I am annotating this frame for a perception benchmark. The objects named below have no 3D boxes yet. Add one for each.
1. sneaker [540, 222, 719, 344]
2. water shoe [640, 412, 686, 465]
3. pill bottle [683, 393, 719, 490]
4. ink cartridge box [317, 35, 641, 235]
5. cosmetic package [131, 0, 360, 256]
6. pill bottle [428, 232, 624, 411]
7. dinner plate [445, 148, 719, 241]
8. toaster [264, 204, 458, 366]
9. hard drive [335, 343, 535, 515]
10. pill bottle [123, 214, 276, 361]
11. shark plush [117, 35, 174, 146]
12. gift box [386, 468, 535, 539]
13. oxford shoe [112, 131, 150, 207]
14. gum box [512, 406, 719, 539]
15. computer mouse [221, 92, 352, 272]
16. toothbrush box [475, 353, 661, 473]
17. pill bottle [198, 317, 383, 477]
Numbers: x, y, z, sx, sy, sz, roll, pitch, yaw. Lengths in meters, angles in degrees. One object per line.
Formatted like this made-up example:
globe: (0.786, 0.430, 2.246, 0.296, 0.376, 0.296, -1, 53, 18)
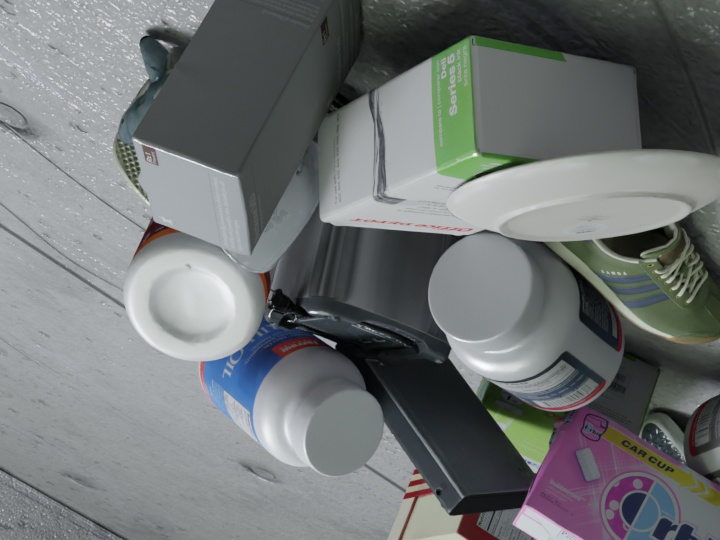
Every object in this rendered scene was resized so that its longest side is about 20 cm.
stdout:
sneaker: (0.229, -0.008, 1.074, 0.199, 0.067, 0.090, 34, 160, -13)
water shoe: (0.371, 0.217, 1.406, 0.200, 0.079, 0.072, 50, 152, 5)
pill bottle: (0.375, 0.140, 1.190, 0.110, 0.111, 0.200, 27, 156, -6)
ink cartridge box: (0.078, -0.088, 0.968, 0.144, 0.085, 0.200, 4, 168, -32)
cosmetic package: (-0.075, -0.125, 0.956, 0.089, 0.201, 0.107, 17, 154, 11)
pill bottle: (0.137, 0.041, 1.142, 0.119, 0.121, 0.200, 9, 167, 30)
dinner plate: (0.157, -0.045, 0.928, 0.198, 0.024, 0.200, -3, 170, -1)
toaster: (0.000, 0.000, 1.197, 0.199, 0.130, 0.113, 22, 160, -36)
hard drive: (0.074, 0.140, 1.289, 0.139, 0.033, 0.200, 7, -140, -51)
pill bottle: (-0.118, -0.024, 1.099, 0.109, 0.200, 0.110, 2, 120, 4)
shark plush: (-0.138, -0.114, 1.117, 0.200, 0.083, 0.091, 36, 176, 46)
gift box: (0.159, 0.302, 1.632, 0.200, 0.185, 0.186, 38, 151, -16)
oxford shoe: (-0.151, -0.072, 1.305, 0.199, 0.076, 0.058, 32, -178, -15)
gum box: (0.244, 0.221, 1.230, 0.199, 0.114, 0.066, 31, 155, 9)
computer mouse: (-0.051, -0.083, 1.035, 0.044, 0.201, 0.110, -24, 125, 42)
toothbrush box: (0.196, 0.137, 1.380, 0.145, 0.087, 0.200, 24, 155, 3)
pill bottle: (-0.062, 0.113, 1.259, 0.112, 0.113, 0.200, 42, 172, -35)
